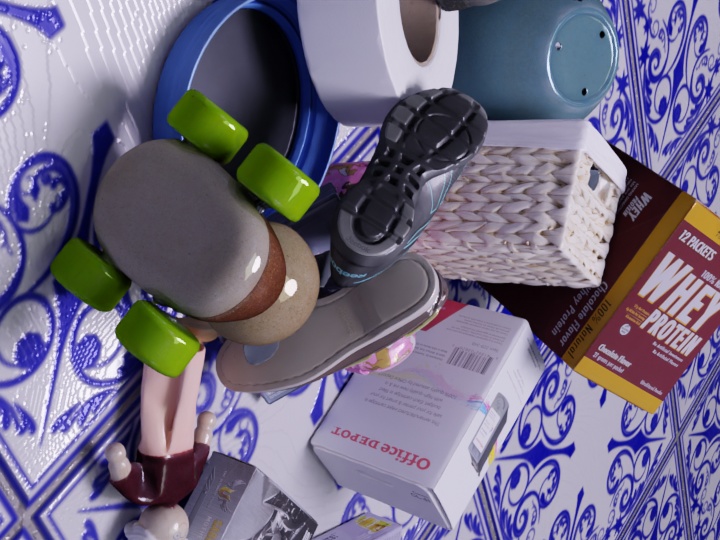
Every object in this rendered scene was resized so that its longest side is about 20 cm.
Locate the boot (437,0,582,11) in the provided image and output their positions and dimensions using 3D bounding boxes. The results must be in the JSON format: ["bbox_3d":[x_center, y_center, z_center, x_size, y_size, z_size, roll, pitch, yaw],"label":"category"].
[{"bbox_3d":[0.107,-0.263,1.068,0.200,0.130,0.068,21,70,-66],"label":"boot"}]

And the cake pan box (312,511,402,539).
[{"bbox_3d":[-0.034,0.361,1.334,0.184,0.052,0.201,-15,114,-52],"label":"cake pan box"}]

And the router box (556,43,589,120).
[{"bbox_3d":[0.189,-0.192,1.451,0.200,0.049,0.180,3,100,-57],"label":"router box"}]

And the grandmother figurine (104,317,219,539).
[{"bbox_3d":[-0.154,0.142,1.059,0.121,0.060,0.201,-6,105,-45],"label":"grandmother figurine"}]

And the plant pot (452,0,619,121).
[{"bbox_3d":[0.166,-0.207,1.275,0.200,0.135,0.201,-9,105,-34],"label":"plant pot"}]

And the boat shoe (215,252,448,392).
[{"bbox_3d":[-0.022,0.049,1.093,0.072,0.200,0.060,67,12,20],"label":"boat shoe"}]

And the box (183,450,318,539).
[{"bbox_3d":[-0.122,0.275,1.153,0.200,0.048,0.158,-63,152,-19],"label":"box"}]

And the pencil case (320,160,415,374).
[{"bbox_3d":[0.000,0.000,1.213,0.086,0.083,0.200,-18,127,-8],"label":"pencil case"}]

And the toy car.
[{"bbox_3d":[-0.091,-0.004,0.985,0.164,0.158,0.200,-52,148,1],"label":"toy car"}]

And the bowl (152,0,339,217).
[{"bbox_3d":[-0.088,-0.122,1.068,0.200,0.039,0.201,-27,124,-49],"label":"bowl"}]

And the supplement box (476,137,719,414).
[{"bbox_3d":[0.254,-0.004,1.345,0.133,0.200,0.198,29,100,-37],"label":"supplement box"}]

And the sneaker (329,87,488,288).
[{"bbox_3d":[0.030,-0.067,1.049,0.200,0.075,0.079,-51,171,-33],"label":"sneaker"}]

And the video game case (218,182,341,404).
[{"bbox_3d":[-0.052,0.025,1.118,0.143,0.019,0.200,-29,142,-1],"label":"video game case"}]

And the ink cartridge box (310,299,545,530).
[{"bbox_3d":[0.068,0.130,1.306,0.200,0.147,0.086,-57,142,-24],"label":"ink cartridge box"}]

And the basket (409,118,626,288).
[{"bbox_3d":[0.133,-0.061,1.261,0.136,0.199,0.124,34,63,-58],"label":"basket"}]

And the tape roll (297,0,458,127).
[{"bbox_3d":[0.019,-0.220,1.115,0.202,0.071,0.203,-1,90,-68],"label":"tape roll"}]
